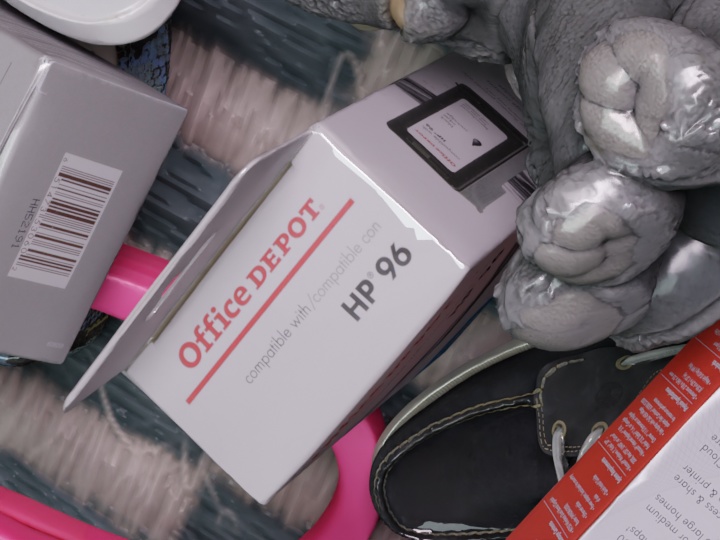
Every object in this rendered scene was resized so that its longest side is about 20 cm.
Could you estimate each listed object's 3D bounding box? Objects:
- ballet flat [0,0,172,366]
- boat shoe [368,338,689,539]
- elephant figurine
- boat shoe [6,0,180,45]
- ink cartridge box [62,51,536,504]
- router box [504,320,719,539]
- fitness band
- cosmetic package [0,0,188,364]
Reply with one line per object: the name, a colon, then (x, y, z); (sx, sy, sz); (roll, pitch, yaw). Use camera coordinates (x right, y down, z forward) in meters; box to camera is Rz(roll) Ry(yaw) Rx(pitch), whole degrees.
ballet flat: (-0.117, -0.052, 0.813); (0.074, 0.074, 0.200); (15, 112, 20)
boat shoe: (0.089, 0.058, 0.746); (0.200, 0.068, 0.072); (-15, 105, 23)
elephant figurine: (0.062, -0.087, 0.624); (0.142, 0.155, 0.200); (-48, 54, 32)
boat shoe: (-0.120, -0.136, 0.762); (0.071, 0.064, 0.200); (-38, 55, -9)
ink cartridge box: (0.000, 0.000, 0.700); (0.068, 0.200, 0.116); (43, 119, 7)
router box: (0.173, 0.096, 0.669); (0.200, 0.049, 0.180); (41, 94, -12)
fitness band: (-0.087, 0.065, 0.814); (0.200, 0.037, 0.144); (22, 116, -9)
cosmetic package: (-0.170, -0.059, 0.752); (0.200, 0.090, 0.107); (29, 97, 30)
